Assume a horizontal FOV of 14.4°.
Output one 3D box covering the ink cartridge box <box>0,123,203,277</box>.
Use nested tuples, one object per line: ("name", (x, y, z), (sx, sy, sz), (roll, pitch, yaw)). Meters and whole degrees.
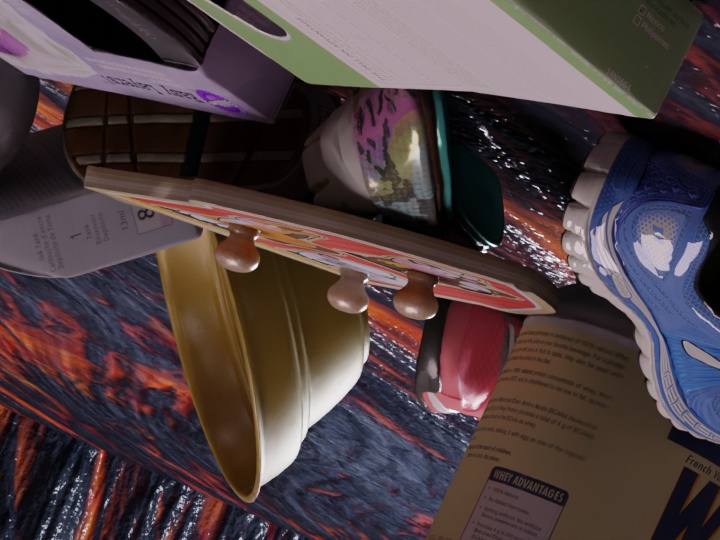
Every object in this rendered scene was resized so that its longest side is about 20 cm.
("ink cartridge box", (-0.195, -0.025, 1.468), (0.163, 0.199, 0.057), (-142, 33, -69))

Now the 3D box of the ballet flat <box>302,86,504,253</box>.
("ballet flat", (0.015, -0.042, 1.219), (0.071, 0.070, 0.200), (-6, 166, 9))

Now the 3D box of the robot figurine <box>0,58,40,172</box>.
("robot figurine", (-0.226, -0.104, 1.384), (0.168, 0.114, 0.200), (-13, 161, 9))

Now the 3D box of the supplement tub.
("supplement tub", (0.120, 0.095, 1.302), (0.144, 0.201, 0.145), (25, 170, 5))

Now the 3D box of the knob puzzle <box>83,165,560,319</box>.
("knob puzzle", (0.000, 0.000, 1.251), (0.218, 0.031, 0.220), (16, 175, 1))

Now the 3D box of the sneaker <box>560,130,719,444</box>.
("sneaker", (0.159, 0.020, 1.169), (0.089, 0.079, 0.200), (15, 161, 39))

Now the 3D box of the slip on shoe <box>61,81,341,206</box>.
("slip on shoe", (-0.067, -0.062, 1.355), (0.060, 0.077, 0.199), (19, 171, -41))

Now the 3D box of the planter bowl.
("planter bowl", (-0.047, 0.016, 1.517), (0.083, 0.202, 0.200), (-13, 178, -13))

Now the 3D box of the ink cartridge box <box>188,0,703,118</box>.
("ink cartridge box", (0.001, -0.111, 0.993), (0.145, 0.048, 0.199), (33, 168, -36))

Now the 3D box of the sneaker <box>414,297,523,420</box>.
("sneaker", (0.096, 0.057, 1.594), (0.086, 0.074, 0.200), (5, 165, 26))

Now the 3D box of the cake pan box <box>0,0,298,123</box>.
("cake pan box", (-0.140, -0.134, 1.213), (0.199, 0.053, 0.184), (15, 167, 46))
